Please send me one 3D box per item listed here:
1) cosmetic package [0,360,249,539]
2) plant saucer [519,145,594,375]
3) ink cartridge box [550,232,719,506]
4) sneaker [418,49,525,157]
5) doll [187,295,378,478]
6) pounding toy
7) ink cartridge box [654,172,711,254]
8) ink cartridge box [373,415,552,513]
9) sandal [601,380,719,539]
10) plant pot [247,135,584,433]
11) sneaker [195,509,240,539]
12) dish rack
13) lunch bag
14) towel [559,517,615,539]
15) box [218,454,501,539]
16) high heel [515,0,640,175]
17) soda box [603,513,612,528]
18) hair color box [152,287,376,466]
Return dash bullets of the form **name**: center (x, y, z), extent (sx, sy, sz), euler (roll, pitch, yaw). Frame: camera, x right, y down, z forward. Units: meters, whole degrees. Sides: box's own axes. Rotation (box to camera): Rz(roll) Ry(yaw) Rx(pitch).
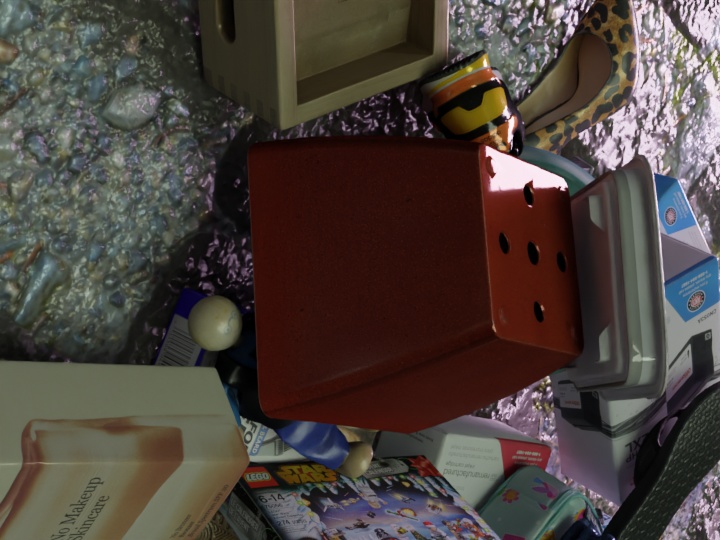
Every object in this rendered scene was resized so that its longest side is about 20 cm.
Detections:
- **cosmetic package**: center (-0.189, 0.125, 0.999), extent (0.199, 0.087, 0.103), euler (4, 136, -36)
- **plant saucer**: center (0.136, -0.013, 1.228), extent (0.199, 0.027, 0.201), euler (3, 74, -10)
- **ink cartridge box**: center (0.251, 0.089, 1.346), extent (0.145, 0.084, 0.201), euler (-27, 123, -27)
- **sneaker**: center (0.094, -0.112, 1.179), extent (0.070, 0.200, 0.090), euler (-26, 86, 7)
- **doll**: center (-0.057, 0.076, 1.116), extent (0.200, 0.048, 0.137), euler (39, 70, -38)
- **pounding toy**: center (-0.029, -0.242, 1.075), extent (0.184, 0.142, 0.201), euler (-25, 130, -31)
- **ink cartridge box**: center (0.234, 0.013, 1.405), extent (0.200, 0.068, 0.116), euler (-46, 128, -16)
- **ink cartridge box**: center (0.072, 0.232, 1.337), extent (0.147, 0.085, 0.201), euler (12, 96, -42)
- **sandal**: center (0.266, 0.170, 1.307), extent (0.201, 0.048, 0.075), euler (-53, 134, 0)
- **plant pot**: center (0.052, 0.003, 1.079), extent (0.200, 0.176, 0.201), euler (15, 68, -54)
- **sneaker**: center (-0.094, 0.206, 1.209), extent (0.199, 0.113, 0.071), euler (14, 107, -11)
- **dish rack**: center (0.178, 0.012, 1.110), extent (0.043, 0.200, 0.172), euler (-3, 84, -5)
- **lunch bag**: center (0.142, 0.282, 1.304), extent (0.200, 0.077, 0.161), euler (-47, 132, -20)
- **towel**: center (0.190, 0.311, 1.274), extent (0.112, 0.048, 0.200), euler (-44, 136, -26)
- **box**: center (0.004, 0.201, 1.153), extent (0.199, 0.137, 0.040), euler (2, 118, -38)
- **high heel**: center (0.170, -0.165, 1.290), extent (0.142, 0.071, 0.201), euler (2, 108, -41)
- **soda box**: center (0.202, 0.333, 1.488), extent (0.063, 0.068, 0.201), euler (-11, 113, -37)
- **hair color box**: center (-0.070, 0.097, 1.186), extent (0.200, 0.065, 0.110), euler (22, 90, -44)
